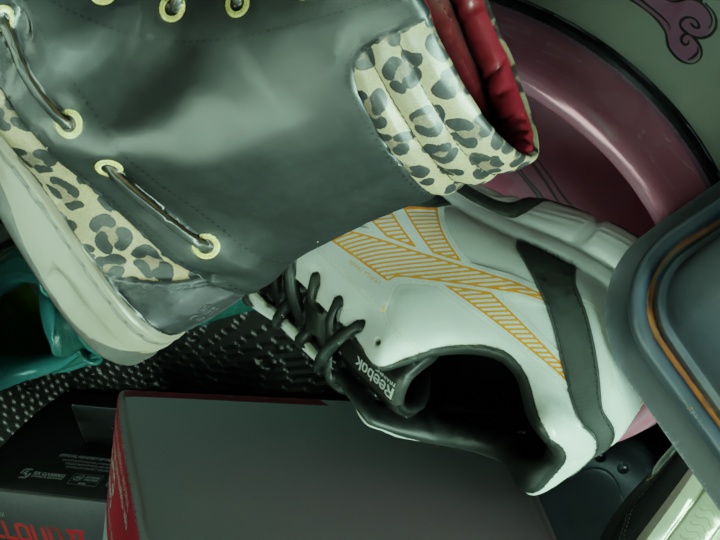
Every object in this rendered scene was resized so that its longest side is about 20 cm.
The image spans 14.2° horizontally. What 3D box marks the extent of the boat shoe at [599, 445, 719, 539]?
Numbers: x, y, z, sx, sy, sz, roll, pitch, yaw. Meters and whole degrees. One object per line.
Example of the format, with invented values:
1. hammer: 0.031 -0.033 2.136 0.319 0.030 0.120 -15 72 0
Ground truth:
1. boat shoe: 0.148 0.050 0.953 0.072 0.068 0.200 42 92 -6

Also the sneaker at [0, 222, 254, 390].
1. sneaker: -0.083 0.005 1.089 0.200 0.080 0.078 -23 108 38

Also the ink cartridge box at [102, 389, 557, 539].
1. ink cartridge box: -0.020 0.164 1.014 0.145 0.145 0.201 3 113 -12

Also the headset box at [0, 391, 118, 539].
1. headset box: -0.062 0.136 1.159 0.148 0.075 0.200 3 122 38

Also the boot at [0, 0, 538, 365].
1. boot: -0.053 -0.079 0.815 0.150 0.073 0.200 -21 109 22

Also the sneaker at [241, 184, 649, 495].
1. sneaker: 0.000 0.000 0.882 0.200 0.080 0.074 23 139 20

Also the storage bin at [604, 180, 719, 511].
1. storage bin: 0.190 -0.005 0.805 0.146 0.200 0.134 56 163 8

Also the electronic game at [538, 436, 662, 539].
1. electronic game: 0.091 0.094 1.073 0.200 0.042 0.201 16 121 28

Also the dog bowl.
1. dog bowl: 0.047 -0.026 0.939 0.200 0.074 0.200 19 135 20
